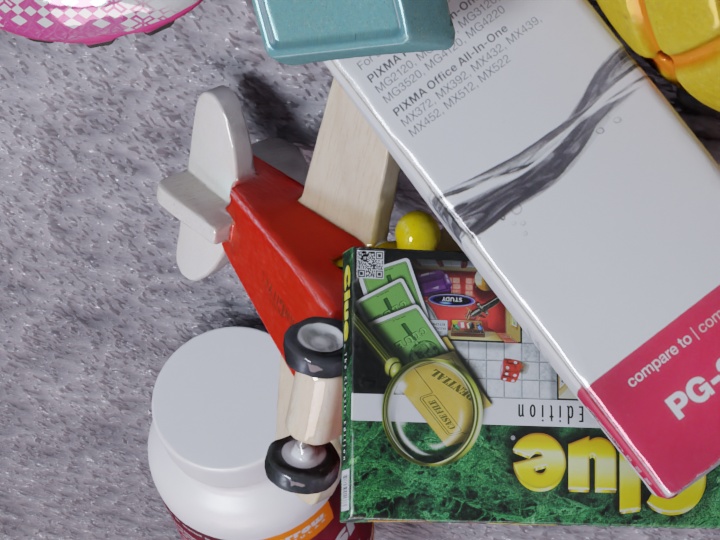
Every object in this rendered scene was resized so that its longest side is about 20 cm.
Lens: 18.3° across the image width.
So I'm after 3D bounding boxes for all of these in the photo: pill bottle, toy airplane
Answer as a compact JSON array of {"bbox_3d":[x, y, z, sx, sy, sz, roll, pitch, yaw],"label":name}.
[{"bbox_3d":[-0.057,0.115,1.262,0.112,0.113,0.200,12,154,15],"label":"pill bottle"},{"bbox_3d":[0.000,0.000,0.964,0.140,0.200,0.200,-8,174,-23],"label":"toy airplane"}]

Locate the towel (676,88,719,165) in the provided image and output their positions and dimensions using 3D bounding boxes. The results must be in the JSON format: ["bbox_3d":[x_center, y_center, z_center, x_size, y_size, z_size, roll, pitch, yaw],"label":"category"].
[{"bbox_3d":[0.220,-0.007,0.883,0.199,0.032,0.191,17,165,18],"label":"towel"}]

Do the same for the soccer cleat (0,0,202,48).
[{"bbox_3d":[-0.153,-0.140,0.872,0.199,0.070,0.086,10,154,19],"label":"soccer cleat"}]

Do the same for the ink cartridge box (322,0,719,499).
[{"bbox_3d":[0.075,-0.024,0.776,0.200,0.083,0.145,53,-177,7],"label":"ink cartridge box"}]

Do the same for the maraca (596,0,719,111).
[{"bbox_3d":[0.155,-0.095,0.693,0.199,0.107,0.137,25,143,11],"label":"maraca"}]

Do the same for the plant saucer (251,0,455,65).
[{"bbox_3d":[-0.025,-0.158,0.673,0.070,0.019,0.201,-2,109,36],"label":"plant saucer"}]

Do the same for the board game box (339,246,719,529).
[{"bbox_3d":[0.091,0.047,0.864,0.199,0.105,0.023,2,173,-13],"label":"board game box"}]
